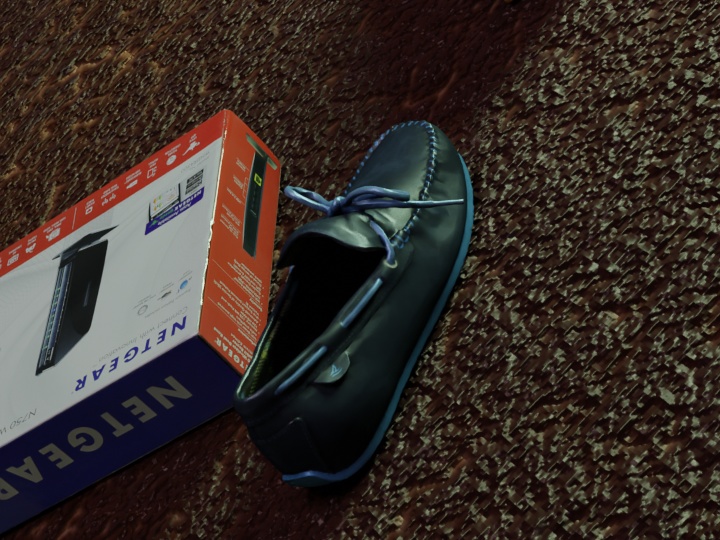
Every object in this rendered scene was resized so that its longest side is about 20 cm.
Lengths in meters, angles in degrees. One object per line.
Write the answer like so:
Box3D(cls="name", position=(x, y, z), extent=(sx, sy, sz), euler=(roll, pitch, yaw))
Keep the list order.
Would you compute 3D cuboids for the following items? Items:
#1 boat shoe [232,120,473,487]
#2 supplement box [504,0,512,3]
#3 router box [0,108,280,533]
Box3D(cls="boat shoe", position=(0.000, 0.000, 0.912), extent=(0.084, 0.069, 0.200), euler=(-21, 38, 35))
Box3D(cls="supplement box", position=(0.073, -0.229, 1.106), extent=(0.066, 0.069, 0.200), euler=(-34, 30, 19))
Box3D(cls="router box", position=(-0.136, 0.029, 1.062), extent=(0.200, 0.049, 0.180), euler=(-30, 33, 24))
